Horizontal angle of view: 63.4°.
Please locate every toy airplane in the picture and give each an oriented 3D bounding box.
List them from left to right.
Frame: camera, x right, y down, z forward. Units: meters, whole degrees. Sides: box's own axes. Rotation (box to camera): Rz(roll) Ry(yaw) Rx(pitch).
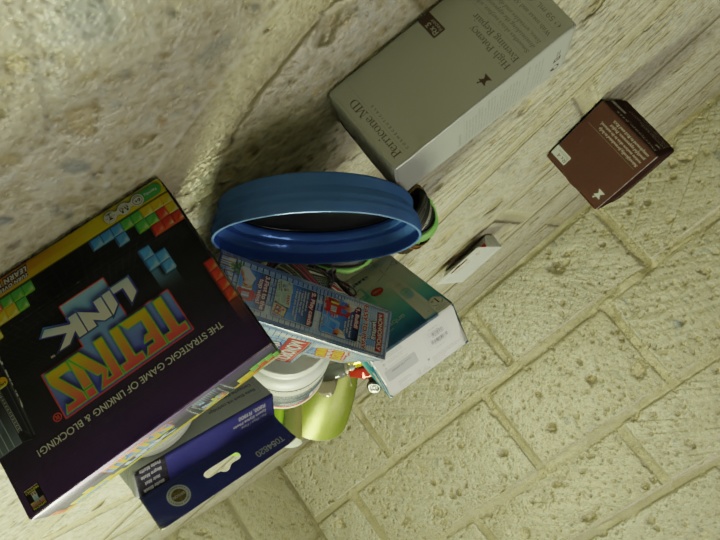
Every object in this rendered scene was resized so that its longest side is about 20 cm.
[{"bbox_3d":[-0.043,0.165,1.194,0.198,0.200,0.142,-18,125,-31],"label":"toy airplane"}]

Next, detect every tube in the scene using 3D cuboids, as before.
[{"bbox_3d":[-0.146,0.273,1.243,0.058,0.201,0.052,-16,138,14],"label":"tube"}]

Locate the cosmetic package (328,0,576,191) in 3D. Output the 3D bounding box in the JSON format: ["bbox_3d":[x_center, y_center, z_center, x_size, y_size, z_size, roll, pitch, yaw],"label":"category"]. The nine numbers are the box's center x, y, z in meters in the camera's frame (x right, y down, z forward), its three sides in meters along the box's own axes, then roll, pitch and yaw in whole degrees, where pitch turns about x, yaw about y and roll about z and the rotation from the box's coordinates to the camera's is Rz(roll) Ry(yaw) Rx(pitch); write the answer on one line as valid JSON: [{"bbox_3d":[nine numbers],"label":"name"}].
[{"bbox_3d":[0.081,-0.175,0.532,0.200,0.102,0.074,-39,165,0],"label":"cosmetic package"}]

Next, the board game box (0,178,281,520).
[{"bbox_3d":[-0.189,0.053,0.444,0.200,0.166,0.057,-36,166,-10],"label":"board game box"}]

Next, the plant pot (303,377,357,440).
[{"bbox_3d":[-0.083,0.257,1.363,0.187,0.187,0.201,-20,142,-51],"label":"plant pot"}]

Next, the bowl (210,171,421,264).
[{"bbox_3d":[-0.041,-0.045,0.562,0.199,0.040,0.201,-2,169,0],"label":"bowl"}]

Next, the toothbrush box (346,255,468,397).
[{"bbox_3d":[0.044,0.076,0.899,0.146,0.200,0.086,-33,122,-9],"label":"toothbrush box"}]

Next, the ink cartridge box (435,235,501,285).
[{"bbox_3d":[0.291,-0.030,1.612,0.163,0.057,0.199,-45,156,25],"label":"ink cartridge box"}]

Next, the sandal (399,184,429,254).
[{"bbox_3d":[0.090,-0.069,0.936,0.080,0.054,0.200,-52,166,-13],"label":"sandal"}]

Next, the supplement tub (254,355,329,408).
[{"bbox_3d":[-0.115,0.124,0.887,0.140,0.141,0.200,-32,164,-21],"label":"supplement tub"}]

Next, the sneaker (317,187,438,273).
[{"bbox_3d":[0.012,-0.060,0.809,0.199,0.077,0.084,-25,124,-15],"label":"sneaker"}]

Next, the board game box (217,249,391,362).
[{"bbox_3d":[-0.077,0.063,0.662,0.200,0.199,0.062,132,-29,-64],"label":"board game box"}]

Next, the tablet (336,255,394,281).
[{"bbox_3d":[0.000,0.000,0.974,0.130,0.014,0.200,-37,154,-5],"label":"tablet"}]

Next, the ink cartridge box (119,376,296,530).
[{"bbox_3d":[-0.212,0.179,0.714,0.199,0.200,0.041,-25,140,-43],"label":"ink cartridge box"}]

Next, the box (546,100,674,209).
[{"bbox_3d":[0.555,-0.259,1.290,0.200,0.166,0.164,-21,159,-51],"label":"box"}]

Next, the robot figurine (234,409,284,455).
[{"bbox_3d":[-0.238,0.288,1.141,0.174,0.116,0.200,7,143,-25],"label":"robot figurine"}]

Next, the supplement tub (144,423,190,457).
[{"bbox_3d":[-0.227,0.103,0.574,0.132,0.132,0.200,-30,163,-27],"label":"supplement tub"}]

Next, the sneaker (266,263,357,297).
[{"bbox_3d":[-0.038,0.036,0.764,0.080,0.075,0.199,-14,149,44],"label":"sneaker"}]
